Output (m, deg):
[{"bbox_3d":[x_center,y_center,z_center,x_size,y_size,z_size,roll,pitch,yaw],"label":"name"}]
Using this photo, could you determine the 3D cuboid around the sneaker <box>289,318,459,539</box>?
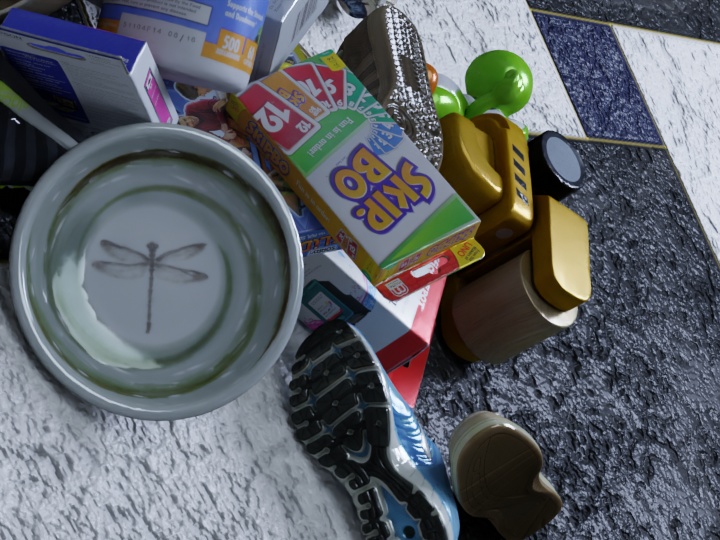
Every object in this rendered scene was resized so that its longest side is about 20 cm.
[{"bbox_3d":[0.014,0.130,1.610,0.200,0.078,0.090,66,19,4],"label":"sneaker"}]

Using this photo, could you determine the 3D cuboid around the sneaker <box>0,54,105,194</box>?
[{"bbox_3d":[-0.244,-0.084,1.461,0.083,0.072,0.200,-54,135,-11],"label":"sneaker"}]

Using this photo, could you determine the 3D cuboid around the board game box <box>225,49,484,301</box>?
[{"bbox_3d":[-0.001,-0.070,1.570,0.095,0.030,0.200,-26,68,-31],"label":"board game box"}]

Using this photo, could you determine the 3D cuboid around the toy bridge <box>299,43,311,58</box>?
[{"bbox_3d":[-0.081,-0.238,1.821,0.067,0.027,0.200,-16,76,-55],"label":"toy bridge"}]

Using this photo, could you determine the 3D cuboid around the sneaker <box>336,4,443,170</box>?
[{"bbox_3d":[0.016,-0.121,1.749,0.070,0.076,0.200,32,39,-31],"label":"sneaker"}]

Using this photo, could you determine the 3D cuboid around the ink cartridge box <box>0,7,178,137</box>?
[{"bbox_3d":[-0.183,-0.130,1.456,0.200,0.095,0.037,73,32,-77],"label":"ink cartridge box"}]

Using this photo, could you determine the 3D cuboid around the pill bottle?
[{"bbox_3d":[-0.108,-0.231,1.500,0.112,0.112,0.200,15,90,-45],"label":"pill bottle"}]

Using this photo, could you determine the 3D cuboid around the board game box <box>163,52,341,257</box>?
[{"bbox_3d":[-0.090,-0.093,1.598,0.135,0.034,0.200,-11,58,-23],"label":"board game box"}]

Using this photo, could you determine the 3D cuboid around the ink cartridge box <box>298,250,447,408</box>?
[{"bbox_3d":[0.000,0.000,1.685,0.200,0.067,0.116,41,37,-20],"label":"ink cartridge box"}]

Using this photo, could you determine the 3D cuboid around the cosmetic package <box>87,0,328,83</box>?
[{"bbox_3d":[-0.128,-0.234,1.620,0.200,0.081,0.113,27,53,7],"label":"cosmetic package"}]

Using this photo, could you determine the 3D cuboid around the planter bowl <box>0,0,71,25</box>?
[{"bbox_3d":[-0.246,-0.254,1.502,0.200,0.200,0.135,64,10,12],"label":"planter bowl"}]

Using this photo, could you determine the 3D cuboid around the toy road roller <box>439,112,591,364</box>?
[{"bbox_3d":[0.096,-0.039,1.784,0.146,0.123,0.200,29,45,-35],"label":"toy road roller"}]

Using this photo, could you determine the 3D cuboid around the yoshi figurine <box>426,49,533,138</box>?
[{"bbox_3d":[0.082,-0.157,1.891,0.200,0.112,0.113,10,49,-51],"label":"yoshi figurine"}]

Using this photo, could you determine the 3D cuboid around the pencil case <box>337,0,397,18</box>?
[{"bbox_3d":[-0.025,-0.275,1.830,0.089,0.078,0.200,52,11,25],"label":"pencil case"}]

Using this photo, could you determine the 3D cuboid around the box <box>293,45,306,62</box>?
[{"bbox_3d":[-0.115,-0.199,1.730,0.200,0.048,0.117,57,34,5],"label":"box"}]

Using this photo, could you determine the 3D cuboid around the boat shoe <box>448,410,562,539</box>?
[{"bbox_3d":[0.100,0.144,1.649,0.065,0.072,0.200,56,2,29],"label":"boat shoe"}]

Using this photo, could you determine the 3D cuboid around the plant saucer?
[{"bbox_3d":[-0.140,0.002,1.473,0.200,0.050,0.200,2,82,-16],"label":"plant saucer"}]
